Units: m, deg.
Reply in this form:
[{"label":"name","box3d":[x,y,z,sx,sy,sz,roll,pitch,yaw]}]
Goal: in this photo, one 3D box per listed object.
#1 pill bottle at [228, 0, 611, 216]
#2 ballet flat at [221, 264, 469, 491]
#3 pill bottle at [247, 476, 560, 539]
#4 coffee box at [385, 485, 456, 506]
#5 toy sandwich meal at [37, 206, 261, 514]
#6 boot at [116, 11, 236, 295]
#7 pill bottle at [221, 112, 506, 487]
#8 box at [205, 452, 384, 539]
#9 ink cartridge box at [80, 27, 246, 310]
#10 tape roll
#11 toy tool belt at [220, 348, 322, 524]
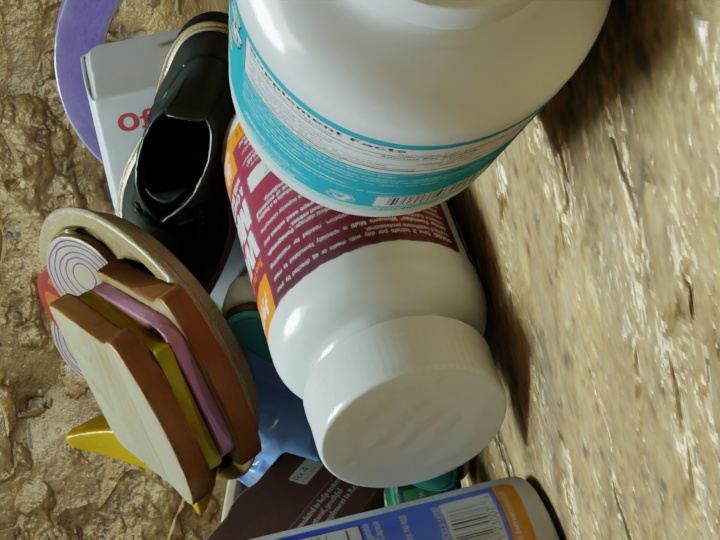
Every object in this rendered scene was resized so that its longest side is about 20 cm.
[{"label":"pill bottle","box3d":[0.014,-0.085,0.458,0.200,0.110,0.112,127,129,-81]},{"label":"ballet flat","box3d":[0.002,0.052,0.856,0.200,0.069,0.070,42,-166,-32]},{"label":"pill bottle","box3d":[-0.003,0.173,0.704,0.112,0.199,0.113,167,90,-84]},{"label":"coffee box","box3d":[0.027,0.129,1.041,0.200,0.044,0.124,-119,18,-68]},{"label":"toy sandwich meal","box3d":[-0.131,0.056,0.836,0.205,0.070,0.206,34,145,28]},{"label":"boot","box3d":[-0.112,-0.034,0.856,0.139,0.077,0.201,-81,2,-61]},{"label":"pill bottle","box3d":[0.000,0.000,0.741,0.110,0.109,0.201,85,170,-50]},{"label":"box","box3d":[-0.034,0.218,0.854,0.100,0.075,0.201,-46,-41,-49]},{"label":"ink cartridge box","box3d":[-0.092,-0.055,0.988,0.084,0.144,0.201,-115,14,-59]},{"label":"tape roll","box3d":[-0.121,-0.159,1.078,0.085,0.199,0.201,-122,20,-70]},{"label":"toy tool belt","box3d":[-0.050,0.066,0.922,0.123,0.124,0.201,-47,-30,-45]}]
